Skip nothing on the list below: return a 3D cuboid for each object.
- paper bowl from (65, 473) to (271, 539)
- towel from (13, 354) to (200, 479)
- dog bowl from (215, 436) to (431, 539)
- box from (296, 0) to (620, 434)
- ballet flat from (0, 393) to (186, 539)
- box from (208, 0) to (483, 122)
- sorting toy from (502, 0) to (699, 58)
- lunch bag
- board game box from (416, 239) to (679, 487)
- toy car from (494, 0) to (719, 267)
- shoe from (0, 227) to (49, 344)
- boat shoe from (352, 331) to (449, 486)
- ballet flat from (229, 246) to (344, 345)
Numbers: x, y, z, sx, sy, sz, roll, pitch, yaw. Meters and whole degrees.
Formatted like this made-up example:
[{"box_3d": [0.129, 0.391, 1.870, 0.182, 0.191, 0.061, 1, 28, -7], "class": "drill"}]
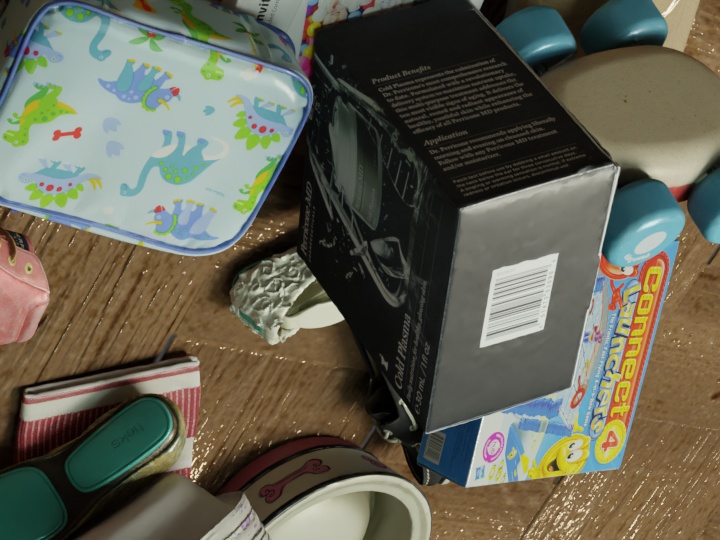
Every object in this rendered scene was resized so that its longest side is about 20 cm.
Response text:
[{"box_3d": [-0.163, 0.222, 1.607, 0.200, 0.201, 0.105, -32, 96, -9], "class": "paper bowl"}, {"box_3d": [-0.193, 0.153, 1.664, 0.143, 0.023, 0.201, -11, 131, -27], "class": "towel"}, {"box_3d": [-0.045, 0.218, 1.796, 0.199, 0.074, 0.201, -21, 136, -22], "class": "dog bowl"}, {"box_3d": [0.057, -0.039, 1.482, 0.123, 0.197, 0.201, -15, 136, -23], "class": "box"}, {"box_3d": [-0.210, 0.158, 1.599, 0.199, 0.071, 0.071, -32, 140, -5], "class": "ballet flat"}, {"box_3d": [-0.012, -0.173, 1.488, 0.199, 0.041, 0.157, -1, 127, -36], "class": "box"}, {"box_3d": [0.168, -0.172, 1.637, 0.199, 0.036, 0.186, -14, 134, -33], "class": "sorting toy"}, {"box_3d": [-0.144, -0.098, 1.393, 0.199, 0.083, 0.161, 15, 119, -27], "class": "lunch bag"}, {"box_3d": [0.148, 0.062, 1.751, 0.195, 0.056, 0.201, -2, 109, -46], "class": "board game box"}, {"box_3d": [0.158, -0.060, 1.583, 0.176, 0.185, 0.200, -13, 152, -35], "class": "toy car"}, {"box_3d": [-0.253, -0.018, 1.427, 0.091, 0.072, 0.201, -21, 140, -27], "class": "shoe"}, {"box_3d": [0.031, 0.097, 1.744, 0.060, 0.074, 0.201, -25, 135, -17], "class": "boat shoe"}, {"box_3d": [0.000, 0.000, 1.637, 0.199, 0.072, 0.072, -27, 138, -16], "class": "ballet flat"}]
